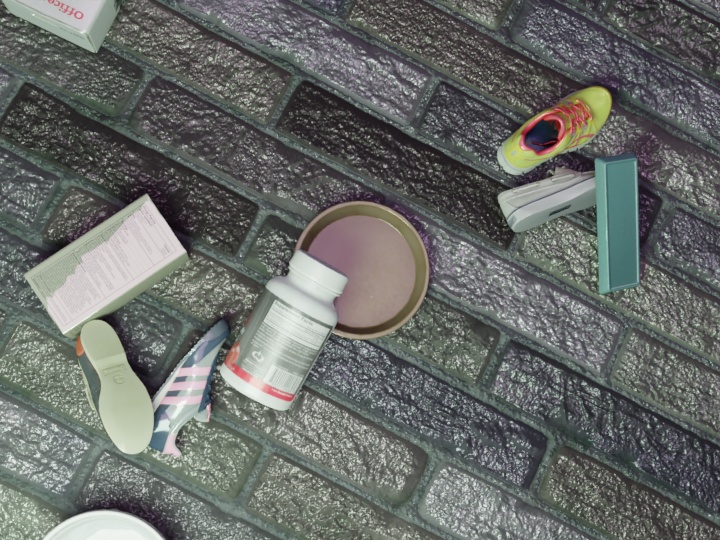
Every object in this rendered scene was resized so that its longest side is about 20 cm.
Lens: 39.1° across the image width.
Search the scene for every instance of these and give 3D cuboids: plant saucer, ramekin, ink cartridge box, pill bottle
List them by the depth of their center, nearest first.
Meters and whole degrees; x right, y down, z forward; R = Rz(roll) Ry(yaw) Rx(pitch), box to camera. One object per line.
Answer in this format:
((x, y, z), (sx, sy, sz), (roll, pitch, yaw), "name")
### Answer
((-0.331, 0.411, 1.318), (0.199, 0.105, 0.202), (1, 80, -6), "ramekin")
((-0.097, 0.077, 1.374), (0.110, 0.111, 0.201), (29, 92, 0), "pill bottle")
((0.000, 0.000, 1.458), (0.199, 0.029, 0.202), (1, 80, -6), "plant saucer")
((-0.407, -0.438, 1.460), (0.145, 0.083, 0.201), (25, 80, -2), "ink cartridge box")
((0.375, -0.066, 1.469), (0.069, 0.019, 0.201), (-10, 105, -22), "plant saucer")

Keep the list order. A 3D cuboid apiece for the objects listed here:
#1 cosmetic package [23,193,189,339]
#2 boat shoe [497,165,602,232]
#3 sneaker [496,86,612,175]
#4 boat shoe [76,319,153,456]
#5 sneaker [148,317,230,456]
((-0.347, -0.005, 1.400), (0.199, 0.073, 0.104), (-34, 85, -10), "cosmetic package")
((0.295, -0.119, 1.491), (0.199, 0.072, 0.066), (-23, 69, -10), "boat shoe")
((0.298, -0.211, 1.492), (0.200, 0.090, 0.078), (-36, 84, -12), "sneaker")
((-0.331, 0.163, 1.351), (0.071, 0.063, 0.201), (-10, 60, -35), "boat shoe")
((-0.226, 0.161, 1.392), (0.082, 0.070, 0.200), (36, 86, -4), "sneaker")
